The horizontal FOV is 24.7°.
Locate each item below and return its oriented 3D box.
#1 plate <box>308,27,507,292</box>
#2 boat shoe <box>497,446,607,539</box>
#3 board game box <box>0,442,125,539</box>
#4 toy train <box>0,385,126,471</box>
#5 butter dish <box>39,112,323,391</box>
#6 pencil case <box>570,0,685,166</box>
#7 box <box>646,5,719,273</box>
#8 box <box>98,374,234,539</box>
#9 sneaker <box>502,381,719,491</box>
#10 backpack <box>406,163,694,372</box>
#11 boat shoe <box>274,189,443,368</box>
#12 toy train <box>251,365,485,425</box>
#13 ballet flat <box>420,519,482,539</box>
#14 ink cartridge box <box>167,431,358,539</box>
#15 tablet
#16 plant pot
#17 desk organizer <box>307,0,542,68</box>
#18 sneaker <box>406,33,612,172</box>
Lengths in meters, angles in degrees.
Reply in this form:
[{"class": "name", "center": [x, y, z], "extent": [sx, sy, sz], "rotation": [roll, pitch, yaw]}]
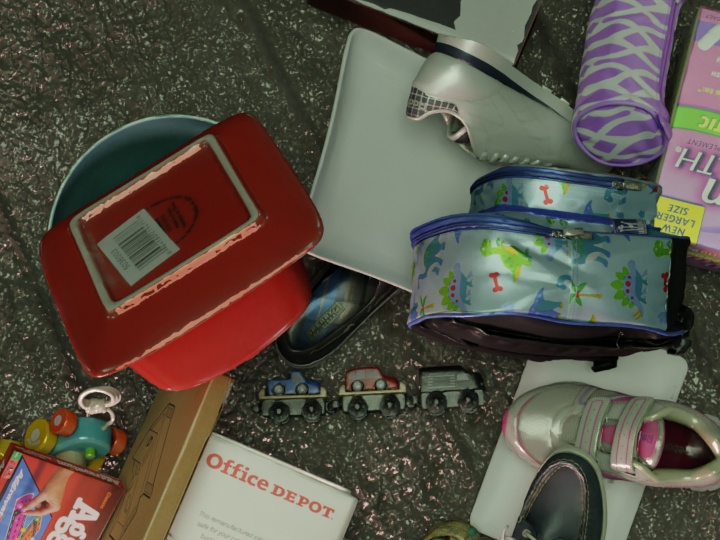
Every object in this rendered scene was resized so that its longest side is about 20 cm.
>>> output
[{"class": "plate", "center": [0.047, -0.076, 1.374], "extent": [0.199, 0.032, 0.201], "rotation": [21, 73, -26]}, {"class": "boat shoe", "center": [0.144, 0.240, 1.323], "extent": [0.075, 0.062, 0.201], "rotation": [24, 108, 22]}, {"class": "board game box", "center": [-0.283, 0.245, 1.347], "extent": [0.103, 0.019, 0.200], "rotation": [23, 100, -29]}, {"class": "toy train", "center": [-0.292, 0.144, 1.346], "extent": [0.199, 0.150, 0.056], "rotation": [-3, 61, -2]}, {"class": "butter dish", "center": [-0.116, 0.011, 1.230], "extent": [0.199, 0.148, 0.200], "rotation": [-31, 40, -2]}, {"class": "pencil case", "center": [0.229, -0.180, 1.364], "extent": [0.085, 0.084, 0.200], "rotation": [-4, 52, 27]}, {"class": "box", "center": [0.338, -0.096, 1.376], "extent": [0.175, 0.097, 0.201], "rotation": [15, 84, 5]}, {"class": "box", "center": [-0.169, 0.169, 1.334], "extent": [0.021, 0.163, 0.201], "rotation": [25, 84, -18]}, {"class": "sneaker", "center": [0.216, 0.133, 1.340], "extent": [0.199, 0.088, 0.082], "rotation": [6, 83, 4]}, {"class": "backpack", "center": [0.139, -0.003, 1.293], "extent": [0.199, 0.183, 0.148], "rotation": [4, 80, -14]}, {"class": "boat shoe", "center": [0.000, 0.000, 1.393], "extent": [0.200, 0.066, 0.070], "rotation": [-44, 83, -5]}, {"class": "toy train", "center": [0.006, 0.103, 1.396], "extent": [0.199, 0.034, 0.046], "rotation": [-4, 79, 2]}, {"class": "ballet flat", "center": [0.030, 0.289, 1.353], "extent": [0.071, 0.071, 0.200], "rotation": [38, 86, 7]}, {"class": "ink cartridge box", "center": [-0.106, 0.247, 1.350], "extent": [0.146, 0.084, 0.201], "rotation": [24, 83, -1]}, {"class": "tablet", "center": [0.185, 0.146, 1.392], "extent": [0.130, 0.014, 0.201], "rotation": [21, 83, 6]}, {"class": "plant pot", "center": [-0.147, -0.018, 1.368], "extent": [0.199, 0.135, 0.201], "rotation": [0, 83, 3]}, {"class": "desk organizer", "center": [0.052, -0.235, 1.418], "extent": [0.199, 0.077, 0.072], "rotation": [22, 84, 5]}, {"class": "sneaker", "center": [0.126, -0.120, 1.378], "extent": [0.200, 0.076, 0.081], "rotation": [29, 86, -24]}]
